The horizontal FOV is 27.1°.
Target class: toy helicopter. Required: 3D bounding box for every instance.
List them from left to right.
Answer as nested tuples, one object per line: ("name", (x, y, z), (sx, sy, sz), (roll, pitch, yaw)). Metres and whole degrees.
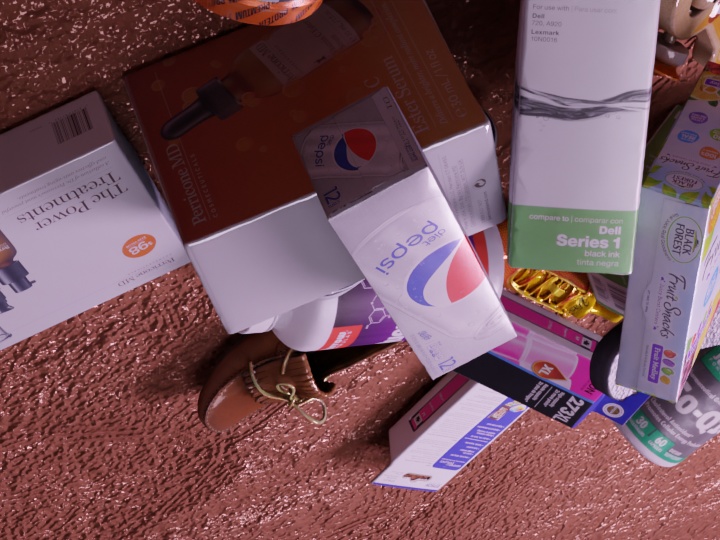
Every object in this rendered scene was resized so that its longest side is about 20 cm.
("toy helicopter", (0.240, -0.179, 1.044), (0.133, 0.079, 0.200), (-57, 158, 0))

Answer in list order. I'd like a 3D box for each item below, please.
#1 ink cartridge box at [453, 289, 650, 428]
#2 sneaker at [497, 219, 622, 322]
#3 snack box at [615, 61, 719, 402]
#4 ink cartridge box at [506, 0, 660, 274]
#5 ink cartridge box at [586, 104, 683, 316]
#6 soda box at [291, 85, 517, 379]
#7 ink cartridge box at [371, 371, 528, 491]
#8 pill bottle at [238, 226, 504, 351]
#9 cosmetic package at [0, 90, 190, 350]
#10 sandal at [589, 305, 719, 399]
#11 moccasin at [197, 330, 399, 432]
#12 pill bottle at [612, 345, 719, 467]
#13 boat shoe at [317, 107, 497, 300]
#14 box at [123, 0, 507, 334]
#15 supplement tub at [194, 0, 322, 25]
("ink cartridge box", (0.158, 0.079, 1.285), (0.199, 0.037, 0.095), (24, 139, -6))
("sneaker", (0.161, -0.002, 1.244), (0.199, 0.077, 0.073), (9, 135, -37))
("snack box", (0.233, -0.024, 1.054), (0.201, 0.053, 0.142), (87, 28, -46))
("ink cartridge box", (0.140, -0.120, 0.948), (0.084, 0.146, 0.201), (4, 119, 6))
("ink cartridge box", (0.260, -0.062, 1.209), (0.200, 0.059, 0.104), (-52, 148, -14))
("soda box", (0.030, -0.016, 0.885), (0.063, 0.068, 0.200), (-27, 143, 4))
("ink cartridge box", (0.098, 0.136, 1.410), (0.094, 0.037, 0.200), (14, 127, -43))
("pill bottle", (0.000, 0.000, 1.116), (0.199, 0.113, 0.113), (-6, 141, -26))
("cosmetic package", (-0.233, -0.020, 1.006), (0.199, 0.052, 0.151), (-25, 148, 1))
("sandal", (0.251, 0.033, 1.186), (0.200, 0.043, 0.076), (-23, 127, -31))
("moccasin", (-0.044, 0.077, 1.221), (0.201, 0.078, 0.074), (-28, 145, 5))
("pill bottle", (0.338, 0.089, 1.437), (0.113, 0.113, 0.200), (18, 127, -44))
("boat shoe", (0.031, -0.052, 1.043), (0.200, 0.069, 0.057), (-44, -179, -23))
("box", (-0.029, -0.079, 0.960), (0.199, 0.153, 0.107), (-23, 146, -3))
("supplement tub", (-0.037, -0.234, 0.777), (0.122, 0.123, 0.200), (-4, 140, -27))
